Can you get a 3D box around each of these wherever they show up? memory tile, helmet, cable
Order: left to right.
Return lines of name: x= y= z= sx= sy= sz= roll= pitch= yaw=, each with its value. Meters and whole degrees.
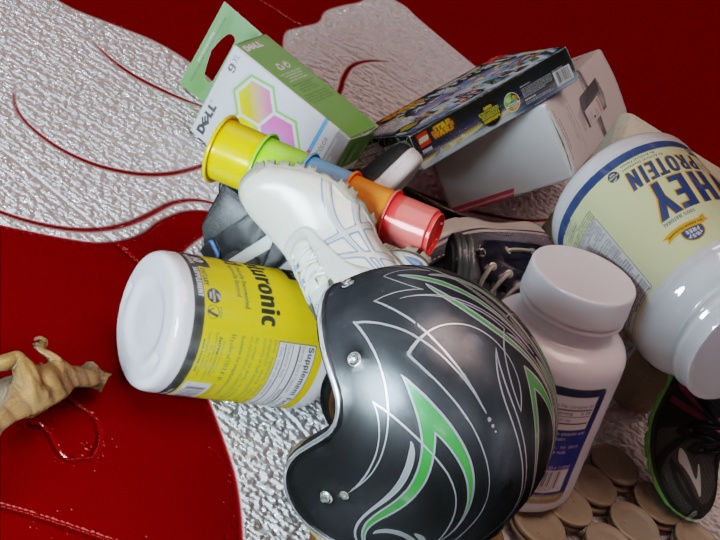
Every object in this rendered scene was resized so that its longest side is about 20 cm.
helmet: x=0.044 y=0.096 z=1.361 sx=0.199 sy=0.191 sz=0.200 roll=21 pitch=28 yaw=-12
cable: x=0.087 y=0.073 z=1.543 sx=0.050 sy=0.097 sz=0.201 roll=7 pitch=62 yaw=-5
memory tile: x=0.220 y=0.229 z=1.621 sx=0.153 sy=0.017 sz=0.200 roll=42 pitch=33 yaw=16

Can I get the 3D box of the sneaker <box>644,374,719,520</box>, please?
sneaker: x=0.305 y=0.121 z=1.661 sx=0.076 sy=0.201 sz=0.084 roll=8 pitch=4 yaw=-29

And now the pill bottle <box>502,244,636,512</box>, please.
pill bottle: x=0.150 y=0.086 z=1.566 sx=0.119 sy=0.201 sz=0.120 roll=15 pitch=27 yaw=-8

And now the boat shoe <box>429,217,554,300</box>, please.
boat shoe: x=0.118 y=0.008 z=1.632 sx=0.199 sy=0.075 sz=0.093 roll=-9 pitch=45 yaw=-46

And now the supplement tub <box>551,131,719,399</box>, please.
supplement tub: x=0.268 y=-0.004 z=1.601 sx=0.145 sy=0.145 sz=0.200 roll=1 pitch=40 yaw=-39

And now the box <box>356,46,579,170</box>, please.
box: x=0.098 y=-0.158 z=1.870 sx=0.200 sy=0.137 sz=0.040 roll=-31 pitch=104 yaw=-24

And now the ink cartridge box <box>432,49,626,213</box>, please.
ink cartridge box: x=0.174 y=-0.144 z=1.958 sx=0.085 sy=0.145 sz=0.200 roll=67 pitch=30 yaw=-11

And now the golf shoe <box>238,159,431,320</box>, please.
golf shoe: x=-0.021 y=-0.006 z=1.477 sx=0.200 sy=0.078 sz=0.097 roll=36 pitch=41 yaw=3

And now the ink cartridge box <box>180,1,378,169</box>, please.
ink cartridge box: x=-0.092 y=-0.150 z=1.792 sx=0.200 sy=0.104 sz=0.059 roll=40 pitch=32 yaw=13

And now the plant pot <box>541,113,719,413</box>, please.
plant pot: x=0.267 y=0.013 z=1.809 sx=0.199 sy=0.200 sz=0.177 roll=31 pitch=44 yaw=-1

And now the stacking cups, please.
stacking cups: x=-0.028 y=-0.062 z=1.543 sx=0.199 sy=0.061 sz=0.061 roll=24 pitch=30 yaw=13

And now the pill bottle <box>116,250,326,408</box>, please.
pill bottle: x=-0.084 y=0.051 z=1.516 sx=0.199 sy=0.112 sz=0.112 roll=10 pitch=38 yaw=-32

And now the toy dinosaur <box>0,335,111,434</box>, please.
toy dinosaur: x=-0.247 y=0.088 z=1.374 sx=0.106 sy=0.061 sz=0.200 roll=38 pitch=33 yaw=8

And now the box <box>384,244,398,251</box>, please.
box: x=0.000 y=0.000 z=1.688 sx=0.200 sy=0.078 sz=0.095 roll=37 pitch=32 yaw=8

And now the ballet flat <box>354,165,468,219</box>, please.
ballet flat: x=0.059 y=-0.053 z=1.842 sx=0.199 sy=0.046 sz=0.067 roll=26 pitch=33 yaw=-9

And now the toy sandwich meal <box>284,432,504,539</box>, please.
toy sandwich meal: x=0.021 y=0.201 z=1.447 sx=0.204 sy=0.070 sz=0.205 roll=21 pitch=28 yaw=-12

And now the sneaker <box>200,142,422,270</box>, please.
sneaker: x=-0.053 y=-0.065 z=1.603 sx=0.112 sy=0.200 sz=0.073 roll=49 pitch=5 yaw=6
